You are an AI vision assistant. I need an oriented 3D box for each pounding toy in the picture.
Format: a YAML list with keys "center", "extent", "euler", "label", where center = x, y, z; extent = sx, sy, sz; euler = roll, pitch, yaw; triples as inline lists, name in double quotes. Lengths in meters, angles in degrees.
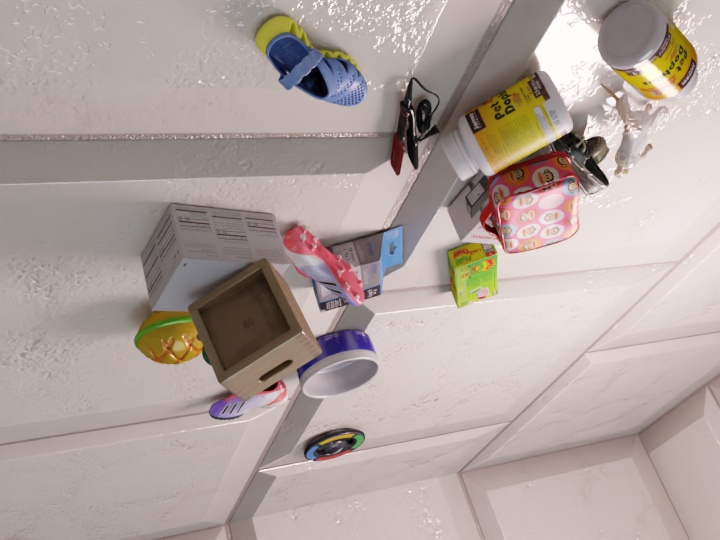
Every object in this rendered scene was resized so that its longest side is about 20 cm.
- center: [-0.192, 0.107, 1.352]
  extent: [0.198, 0.185, 0.142]
  euler: [-32, 150, 2]
  label: "pounding toy"

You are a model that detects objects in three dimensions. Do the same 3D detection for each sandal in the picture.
- center: [-0.060, -0.266, 1.114]
  extent: [0.079, 0.088, 0.199]
  euler: [-39, 148, 28]
  label: "sandal"

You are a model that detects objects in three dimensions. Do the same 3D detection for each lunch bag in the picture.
- center: [0.295, -0.109, 1.425]
  extent: [0.174, 0.083, 0.201]
  euler: [-17, 148, 3]
  label: "lunch bag"

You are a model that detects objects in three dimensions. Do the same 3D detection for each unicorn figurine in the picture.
- center: [0.496, -0.255, 1.463]
  extent: [0.137, 0.073, 0.203]
  euler: [-32, 127, -38]
  label: "unicorn figurine"

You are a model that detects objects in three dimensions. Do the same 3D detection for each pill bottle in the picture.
- center: [0.235, -0.230, 1.317]
  extent: [0.198, 0.110, 0.109]
  euler: [-29, 150, 14]
  label: "pill bottle"
- center: [0.467, -0.341, 1.290]
  extent: [0.109, 0.110, 0.199]
  euler: [-38, 147, 29]
  label: "pill bottle"

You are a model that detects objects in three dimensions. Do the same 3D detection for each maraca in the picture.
- center: [-0.337, 0.121, 1.564]
  extent: [0.197, 0.108, 0.137]
  euler: [-9, 156, -19]
  label: "maraca"

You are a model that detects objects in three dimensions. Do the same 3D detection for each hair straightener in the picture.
- center: [0.091, -0.237, 1.315]
  extent: [0.076, 0.041, 0.201]
  euler: [-17, 146, -13]
  label: "hair straightener"

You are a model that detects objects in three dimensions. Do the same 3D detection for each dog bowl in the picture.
- center: [-0.056, 0.227, 1.946]
  extent: [0.197, 0.080, 0.201]
  euler: [-15, 150, -9]
  label: "dog bowl"

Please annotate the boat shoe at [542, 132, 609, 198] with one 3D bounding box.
- center: [0.376, -0.213, 1.431]
  extent: [0.063, 0.071, 0.200]
  euler: [-18, 131, 37]
  label: "boat shoe"

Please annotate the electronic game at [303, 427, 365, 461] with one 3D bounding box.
- center: [-0.079, 0.540, 2.492]
  extent: [0.197, 0.042, 0.201]
  euler: [-16, 150, -9]
  label: "electronic game"

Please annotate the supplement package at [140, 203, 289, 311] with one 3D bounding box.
- center: [-0.251, -0.015, 1.387]
  extent: [0.198, 0.112, 0.156]
  euler: [4, 143, -36]
  label: "supplement package"

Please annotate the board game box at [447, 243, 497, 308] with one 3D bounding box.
- center: [0.252, 0.007, 1.802]
  extent: [0.100, 0.048, 0.201]
  euler: [-20, 151, -1]
  label: "board game box"

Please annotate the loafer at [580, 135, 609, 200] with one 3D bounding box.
- center: [0.419, -0.180, 1.550]
  extent: [0.068, 0.076, 0.200]
  euler: [32, 144, -4]
  label: "loafer"

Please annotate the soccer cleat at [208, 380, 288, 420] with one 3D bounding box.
- center: [-0.277, 0.309, 1.975]
  extent: [0.197, 0.069, 0.074]
  euler: [-13, 127, -5]
  label: "soccer cleat"

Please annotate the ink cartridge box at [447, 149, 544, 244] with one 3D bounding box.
- center: [0.282, -0.140, 1.534]
  extent: [0.144, 0.085, 0.200]
  euler: [3, 143, -34]
  label: "ink cartridge box"

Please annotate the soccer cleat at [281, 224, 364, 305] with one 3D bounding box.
- center: [-0.073, -0.001, 1.504]
  extent: [0.076, 0.067, 0.200]
  euler: [-31, 117, 30]
  label: "soccer cleat"

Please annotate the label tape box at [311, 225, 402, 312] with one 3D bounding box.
- center: [0.000, 0.000, 1.616]
  extent: [0.197, 0.064, 0.145]
  euler: [-16, 151, -6]
  label: "label tape box"
